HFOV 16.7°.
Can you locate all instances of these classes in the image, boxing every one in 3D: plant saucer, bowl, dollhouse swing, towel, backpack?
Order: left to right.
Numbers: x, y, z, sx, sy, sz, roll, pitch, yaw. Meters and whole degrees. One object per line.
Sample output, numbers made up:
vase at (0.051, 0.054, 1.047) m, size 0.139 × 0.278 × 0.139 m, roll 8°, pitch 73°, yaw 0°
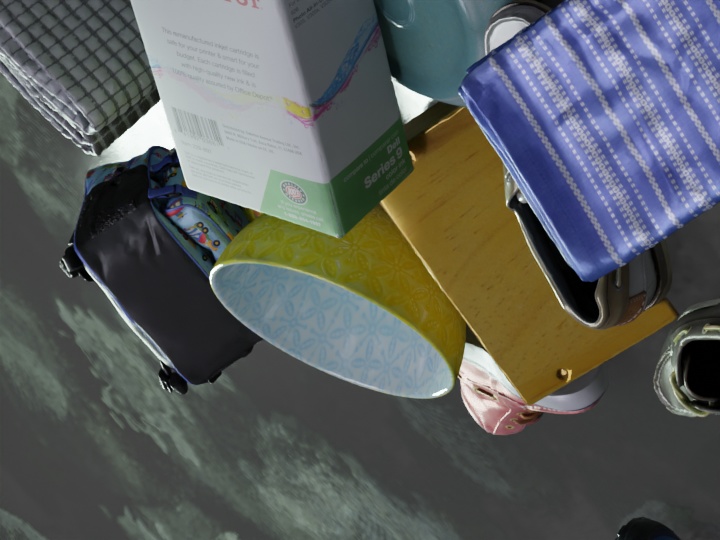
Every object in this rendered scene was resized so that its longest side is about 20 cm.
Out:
towel at (-0.213, -0.206, 1.873) m, size 0.200 × 0.166 × 0.086 m, roll 43°, pitch 162°, yaw 12°
backpack at (-0.154, -0.023, 2.083) m, size 0.183 × 0.134 × 0.200 m, roll 51°, pitch -166°, yaw -22°
bowl at (0.000, 0.000, 1.809) m, size 0.199 × 0.108 × 0.200 m, roll 23°, pitch 160°, yaw 9°
plant saucer at (0.030, -0.178, 1.532) m, size 0.200 × 0.036 × 0.201 m, roll 39°, pitch 153°, yaw 25°
dollhouse swing at (0.114, -0.042, 1.711) m, size 0.181 × 0.176 × 0.200 m, roll -32°, pitch 101°, yaw 25°
towel at (0.159, -0.098, 1.357) m, size 0.200 × 0.024 × 0.145 m, roll -35°, pitch 83°, yaw 33°

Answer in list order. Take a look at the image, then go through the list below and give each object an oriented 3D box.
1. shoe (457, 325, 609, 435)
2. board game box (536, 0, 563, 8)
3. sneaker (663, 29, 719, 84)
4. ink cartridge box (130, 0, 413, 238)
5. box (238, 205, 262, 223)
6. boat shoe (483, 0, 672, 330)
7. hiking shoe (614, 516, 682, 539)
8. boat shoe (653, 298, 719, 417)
shoe at (0.128, 0.082, 1.837) m, size 0.200 × 0.071 × 0.091 m, roll 25°, pitch 149°, yaw 53°
board game box at (0.102, -0.195, 1.486) m, size 0.200 × 0.040 × 0.153 m, roll 43°, pitch 156°, yaw 14°
sneaker at (0.202, -0.102, 1.421) m, size 0.114 × 0.075 × 0.200 m, roll 57°, pitch 155°, yaw -5°
ink cartridge box at (-0.061, -0.138, 1.572) m, size 0.145 × 0.087 × 0.201 m, roll 19°, pitch 139°, yaw 38°
box at (-0.067, -0.088, 1.944) m, size 0.118 × 0.048 × 0.200 m, roll 53°, pitch 154°, yaw -13°
boat shoe at (0.121, -0.062, 1.444) m, size 0.074 × 0.068 × 0.201 m, roll -23°, pitch 94°, yaw 38°
hiking shoe at (0.267, 0.260, 1.872) m, size 0.086 × 0.075 × 0.200 m, roll 0°, pitch 137°, yaw 51°
boat shoe at (0.235, 0.060, 1.617) m, size 0.072 × 0.060 × 0.202 m, roll 48°, pitch 157°, yaw 2°
